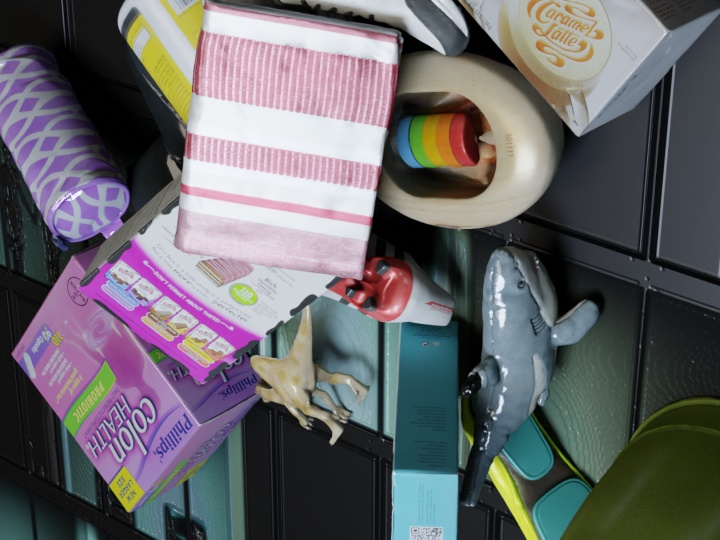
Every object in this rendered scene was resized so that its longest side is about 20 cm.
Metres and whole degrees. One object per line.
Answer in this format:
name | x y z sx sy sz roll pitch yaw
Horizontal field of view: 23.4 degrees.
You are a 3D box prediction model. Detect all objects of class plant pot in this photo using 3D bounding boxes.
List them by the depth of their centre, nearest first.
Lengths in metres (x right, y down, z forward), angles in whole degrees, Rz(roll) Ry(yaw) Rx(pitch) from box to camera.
plant pot | 0.219 0.220 1.232 0.200 0.193 0.200 21 124 35

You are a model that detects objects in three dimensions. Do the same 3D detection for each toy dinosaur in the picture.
toy dinosaur | -0.049 0.097 1.490 0.101 0.058 0.200 33 152 1

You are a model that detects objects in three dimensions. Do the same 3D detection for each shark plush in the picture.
shark plush | 0.097 0.076 1.320 0.091 0.083 0.200 35 110 31

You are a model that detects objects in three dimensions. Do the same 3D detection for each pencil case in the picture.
pencil case | -0.275 -0.116 1.574 0.084 0.085 0.200 -38 60 13

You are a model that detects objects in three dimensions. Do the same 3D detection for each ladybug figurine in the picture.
ladybug figurine | 0.072 -0.102 1.296 0.200 0.072 0.136 8 115 41

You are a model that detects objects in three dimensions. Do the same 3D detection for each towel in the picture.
towel | -0.053 -0.092 1.250 0.144 0.023 0.200 9 119 -1

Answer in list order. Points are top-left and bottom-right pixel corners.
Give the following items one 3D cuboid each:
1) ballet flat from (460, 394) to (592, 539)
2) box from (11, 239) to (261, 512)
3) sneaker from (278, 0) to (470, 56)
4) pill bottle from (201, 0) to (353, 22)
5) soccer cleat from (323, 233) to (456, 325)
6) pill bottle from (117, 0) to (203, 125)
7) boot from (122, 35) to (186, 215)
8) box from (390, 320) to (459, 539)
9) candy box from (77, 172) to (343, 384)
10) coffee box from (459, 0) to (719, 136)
ballet flat | 0.141 0.175 1.386 0.200 0.067 0.067 58 158 8
box | -0.211 0.093 1.640 0.200 0.097 0.176 51 135 10
sneaker | -0.013 -0.206 1.230 0.200 0.074 0.080 34 90 -4
pill bottle | -0.067 -0.222 1.308 0.111 0.111 0.200 -27 67 47
soccer cleat | 0.000 0.000 1.421 0.200 0.085 0.069 27 96 54
pill bottle | -0.098 -0.154 1.400 0.200 0.112 0.112 54 136 8
boot | -0.164 -0.115 1.517 0.198 0.073 0.162 55 142 9
box | 0.051 0.125 1.343 0.049 0.200 0.082 2 123 2
candy box | -0.109 -0.011 1.373 0.136 0.061 0.200 40 130 -18
coffee box | 0.133 -0.207 1.180 0.200 0.080 0.114 51 136 11
